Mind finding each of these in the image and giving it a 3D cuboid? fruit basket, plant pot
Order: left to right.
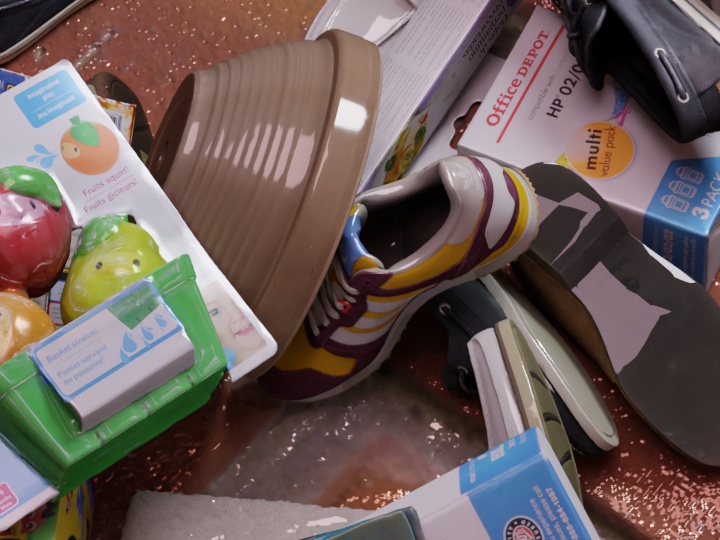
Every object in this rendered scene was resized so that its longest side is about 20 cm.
[{"bbox_3d":[-0.168,0.007,1.419,0.185,0.094,0.201,-31,84,-24],"label":"fruit basket"},{"bbox_3d":[-0.068,-0.049,1.522,0.092,0.201,0.202,21,58,-14],"label":"plant pot"}]

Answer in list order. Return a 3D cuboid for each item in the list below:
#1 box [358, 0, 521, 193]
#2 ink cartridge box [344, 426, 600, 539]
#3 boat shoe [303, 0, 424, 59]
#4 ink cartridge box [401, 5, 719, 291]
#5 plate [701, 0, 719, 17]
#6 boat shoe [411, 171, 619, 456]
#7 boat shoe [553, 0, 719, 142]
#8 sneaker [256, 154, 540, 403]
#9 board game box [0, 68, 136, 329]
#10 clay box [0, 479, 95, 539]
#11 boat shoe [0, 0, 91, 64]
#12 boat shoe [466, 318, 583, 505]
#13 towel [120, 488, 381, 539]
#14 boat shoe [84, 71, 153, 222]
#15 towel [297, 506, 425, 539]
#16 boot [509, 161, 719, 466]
[{"bbox_3d":[0.031,-0.107,1.636,0.041,0.039,0.201,26,73,24],"label":"box"},{"bbox_3d":[0.037,0.191,1.378,0.199,0.084,0.145,-28,96,5],"label":"ink cartridge box"},{"bbox_3d":[0.033,-0.186,1.688,0.071,0.070,0.200,37,67,24],"label":"boat shoe"},{"bbox_3d":[0.133,-0.078,1.611,0.199,0.068,0.115,21,61,18],"label":"ink cartridge box"},{"bbox_3d":[0.173,-0.191,1.608,0.032,0.200,0.200,-41,63,-4],"label":"plate"},{"bbox_3d":[0.067,0.038,1.548,0.066,0.074,0.200,-41,72,11],"label":"boat shoe"},{"bbox_3d":[0.144,-0.140,1.553,0.062,0.075,0.200,-35,55,-14],"label":"boat shoe"},{"bbox_3d":[0.000,0.000,1.503,0.200,0.090,0.075,-40,61,23],"label":"sneaker"},{"bbox_3d":[-0.203,-0.008,1.509,0.046,0.151,0.201,0,80,43],"label":"board game box"},{"bbox_3d":[-0.178,0.185,1.446,0.047,0.115,0.201,2,59,3],"label":"clay box"},{"bbox_3d":[-0.184,-0.211,1.728,0.074,0.062,0.200,35,66,26],"label":"boat shoe"},{"bbox_3d":[0.083,0.128,1.457,0.068,0.075,0.201,-18,78,14],"label":"boat shoe"},{"bbox_3d":[-0.040,0.186,1.482,0.199,0.035,0.133,5,57,7],"label":"towel"},{"bbox_3d":[-0.148,-0.016,1.608,0.076,0.072,0.201,-27,56,18],"label":"boat shoe"},{"bbox_3d":[-0.014,0.225,1.332,0.146,0.022,0.201,-17,100,5],"label":"towel"},{"bbox_3d":[0.150,0.029,1.549,0.073,0.076,0.200,-36,81,-17],"label":"boot"}]
